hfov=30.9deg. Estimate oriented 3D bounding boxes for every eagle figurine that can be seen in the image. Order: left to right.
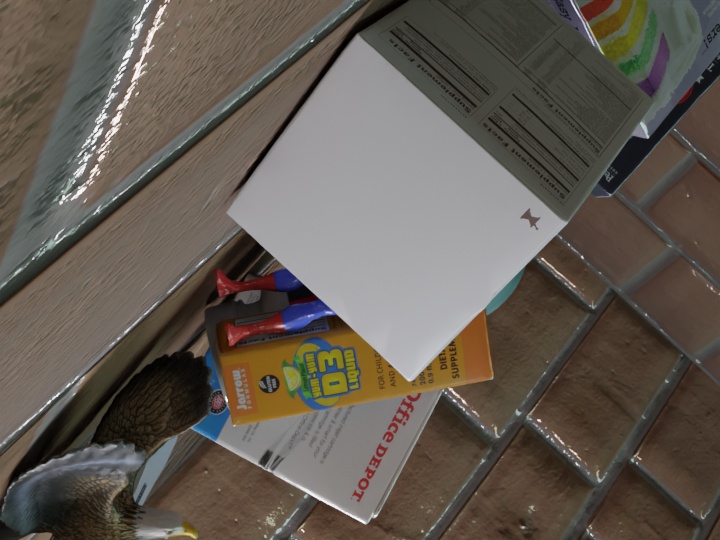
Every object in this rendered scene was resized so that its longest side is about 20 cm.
[{"bbox_3d":[-0.186,0.160,0.947,0.152,0.150,0.201,-127,-141,-53],"label":"eagle figurine"}]

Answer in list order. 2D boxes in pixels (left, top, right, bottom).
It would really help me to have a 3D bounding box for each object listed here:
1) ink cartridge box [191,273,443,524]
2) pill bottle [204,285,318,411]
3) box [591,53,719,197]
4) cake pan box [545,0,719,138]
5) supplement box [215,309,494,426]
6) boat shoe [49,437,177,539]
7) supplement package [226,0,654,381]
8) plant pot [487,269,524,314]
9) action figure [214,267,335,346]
[{"bbox_3d":[-0.043,0.112,1.166,0.146,0.200,0.084,-61,178,1],"label":"ink cartridge box"},{"bbox_3d":[-0.020,0.050,1.065,0.199,0.120,0.120,-15,177,-2],"label":"pill bottle"},{"bbox_3d":[0.231,-0.204,1.296,0.182,0.200,0.104,-48,179,4],"label":"box"},{"bbox_3d":[0.220,-0.231,0.967,0.200,0.184,0.052,-48,-141,-15],"label":"cake pan box"},{"bbox_3d":[-0.005,0.060,0.972,0.199,0.067,0.069,-10,-157,-1],"label":"supplement box"},{"bbox_3d":[-0.213,0.176,1.147,0.069,0.056,0.200,94,17,-61],"label":"boat shoe"},{"bbox_3d":[0.054,-0.071,0.792,0.152,0.151,0.200,-49,178,36],"label":"supplement package"},{"bbox_3d":[0.087,-0.053,1.436,0.201,0.200,0.161,-47,165,-7],"label":"plant pot"},{"bbox_3d":[0.000,0.000,0.909,0.199,0.065,0.099,-11,163,-8],"label":"action figure"}]
